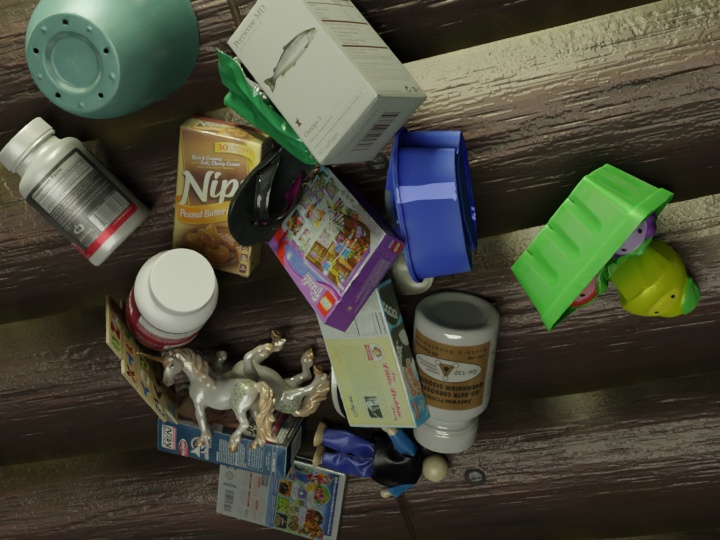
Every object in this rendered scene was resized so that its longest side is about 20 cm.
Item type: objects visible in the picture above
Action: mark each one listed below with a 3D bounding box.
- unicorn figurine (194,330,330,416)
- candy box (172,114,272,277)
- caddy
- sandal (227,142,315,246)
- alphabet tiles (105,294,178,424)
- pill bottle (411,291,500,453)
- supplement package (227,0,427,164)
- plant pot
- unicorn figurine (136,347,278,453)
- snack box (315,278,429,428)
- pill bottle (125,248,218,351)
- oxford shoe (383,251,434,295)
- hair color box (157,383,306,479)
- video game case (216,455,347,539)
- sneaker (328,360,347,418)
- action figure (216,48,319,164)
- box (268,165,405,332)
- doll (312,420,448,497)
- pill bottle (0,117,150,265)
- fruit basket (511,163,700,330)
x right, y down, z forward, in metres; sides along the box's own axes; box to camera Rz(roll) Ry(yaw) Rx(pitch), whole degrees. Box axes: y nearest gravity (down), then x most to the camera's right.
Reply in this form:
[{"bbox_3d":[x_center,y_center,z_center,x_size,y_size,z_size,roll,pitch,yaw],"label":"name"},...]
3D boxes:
[{"bbox_3d":[-0.140,0.150,1.655,0.200,0.074,0.137,38,117,-4],"label":"unicorn figurine"},{"bbox_3d":[-0.188,-0.100,1.560,0.115,0.055,0.201,13,120,8],"label":"candy box"},{"bbox_3d":[0.082,-0.082,1.442,0.104,0.142,0.201,-4,114,14],"label":"caddy"},{"bbox_3d":[-0.105,-0.112,1.494,0.075,0.048,0.201,26,107,-36],"label":"sandal"},{"bbox_3d":[-0.307,0.124,1.623,0.006,0.200,0.167,-32,119,5],"label":"alphabet tiles"},{"bbox_3d":[0.122,0.141,1.558,0.114,0.114,0.201,10,119,11],"label":"pill bottle"},{"bbox_3d":[-0.040,-0.239,1.372,0.200,0.117,0.117,52,122,16],"label":"supplement package"},{"bbox_3d":[-0.324,-0.283,1.447,0.200,0.161,0.201,6,117,12],"label":"plant pot"},{"bbox_3d":[-0.204,0.179,1.609,0.199,0.074,0.138,2,98,10],"label":"unicorn figurine"},{"bbox_3d":[0.013,0.112,1.529,0.116,0.037,0.201,-4,108,39],"label":"snack box"},{"bbox_3d":[-0.255,0.037,1.564,0.113,0.113,0.200,37,157,-4],"label":"pill bottle"},{"bbox_3d":[0.000,0.000,1.556,0.199,0.058,0.076,11,117,9],"label":"oxford shoe"},{"bbox_3d":[-0.190,0.236,1.706,0.199,0.100,0.061,11,118,11],"label":"hair color box"},{"bbox_3d":[-0.124,0.343,1.788,0.199,0.018,0.144,14,119,10],"label":"video game case"},{"bbox_3d":[0.008,0.125,1.608,0.090,0.070,0.201,7,116,16],"label":"sneaker"},{"bbox_3d":[-0.099,-0.190,1.432,0.200,0.055,0.118,43,166,28],"label":"action figure"},{"bbox_3d":[-0.034,-0.034,1.459,0.039,0.200,0.137,24,107,-37],"label":"box"},{"bbox_3d":[0.031,0.272,1.690,0.199,0.049,0.137,11,120,11],"label":"doll"},{"bbox_3d":[-0.396,-0.111,1.583,0.200,0.111,0.111,45,119,-8],"label":"pill bottle"},{"bbox_3d":[0.321,-0.004,1.419,0.215,0.155,0.217,9,109,28],"label":"fruit basket"}]
